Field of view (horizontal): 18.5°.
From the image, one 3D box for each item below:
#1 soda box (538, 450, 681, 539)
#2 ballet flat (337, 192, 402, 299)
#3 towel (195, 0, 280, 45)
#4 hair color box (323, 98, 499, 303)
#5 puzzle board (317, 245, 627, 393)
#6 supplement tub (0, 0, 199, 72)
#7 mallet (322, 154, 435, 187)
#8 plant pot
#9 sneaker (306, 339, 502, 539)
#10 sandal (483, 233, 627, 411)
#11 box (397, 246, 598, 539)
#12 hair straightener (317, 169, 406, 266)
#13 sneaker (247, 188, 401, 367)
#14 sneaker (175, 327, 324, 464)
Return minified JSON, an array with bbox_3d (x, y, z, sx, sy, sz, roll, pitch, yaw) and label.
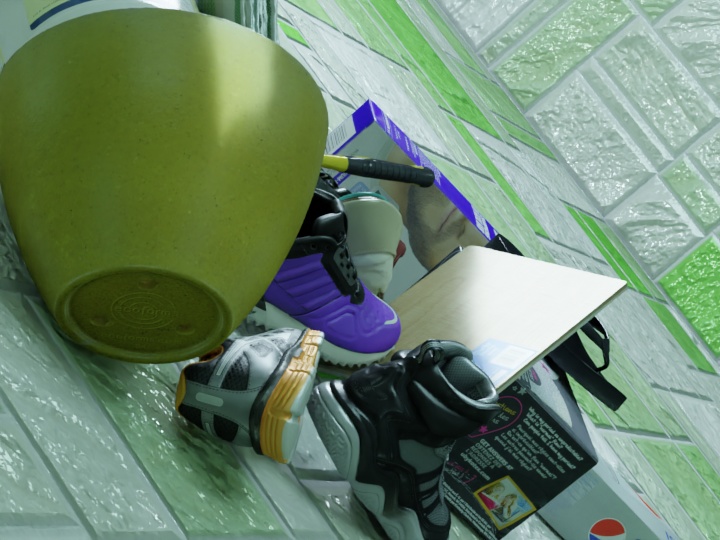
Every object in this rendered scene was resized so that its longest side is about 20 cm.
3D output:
[{"bbox_3d":[0.232,0.236,1.935,0.200,0.063,0.068,46,13,-19],"label":"soda box"},{"bbox_3d":[0.000,0.000,1.707,0.070,0.069,0.200,52,-13,12],"label":"ballet flat"},{"bbox_3d":[-0.098,-0.125,1.489,0.031,0.200,0.150,8,65,-21],"label":"towel"},{"bbox_3d":[0.036,-0.040,1.957,0.200,0.109,0.065,45,14,-21],"label":"hair color box"},{"bbox_3d":[0.083,0.044,1.649,0.150,0.200,0.017,14,-54,37],"label":"puzzle board"},{"bbox_3d":[-0.175,-0.151,1.455,0.145,0.145,0.200,41,15,-35],"label":"supplement tub"},{"bbox_3d":[-0.013,-0.075,1.565,0.199,0.041,0.066,7,6,-39],"label":"mallet"},{"bbox_3d":[-0.119,-0.032,1.273,0.200,0.199,0.143,38,41,-42],"label":"plant pot"},{"bbox_3d":[0.048,0.117,1.476,0.076,0.114,0.200,61,4,39],"label":"sneaker"},{"bbox_3d":[0.160,0.033,1.795,0.076,0.043,0.200,36,17,-48],"label":"sandal"},{"bbox_3d":[0.091,0.093,1.742,0.132,0.115,0.200,45,13,-22],"label":"box"},{"bbox_3d":[-0.039,-0.062,1.761,0.077,0.041,0.200,46,8,39],"label":"hair straightener"},{"bbox_3d":[-0.031,-0.003,1.560,0.200,0.100,0.070,24,22,-37],"label":"sneaker"},{"bbox_3d":[-0.068,0.069,1.368,0.077,0.079,0.200,14,1,0],"label":"sneaker"}]
